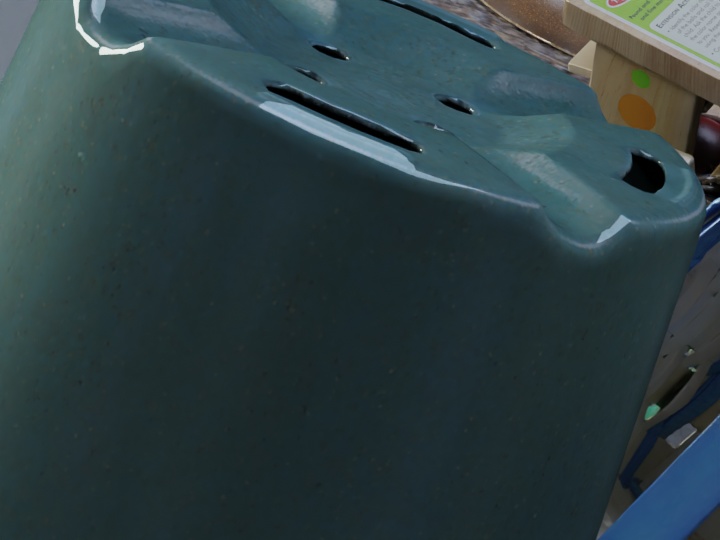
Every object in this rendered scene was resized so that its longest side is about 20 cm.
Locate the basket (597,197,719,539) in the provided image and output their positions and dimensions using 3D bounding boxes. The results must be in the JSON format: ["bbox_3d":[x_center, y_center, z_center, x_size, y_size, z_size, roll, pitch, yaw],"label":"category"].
[{"bbox_3d":[0.123,0.052,0.822,0.139,0.176,0.200,46,8,11],"label":"basket"}]

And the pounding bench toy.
[{"bbox_3d":[0.140,-0.042,1.195,0.124,0.156,0.200,29,50,21],"label":"pounding bench toy"}]

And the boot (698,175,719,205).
[{"bbox_3d":[0.189,-0.016,1.047,0.174,0.069,0.200,6,17,-24],"label":"boot"}]

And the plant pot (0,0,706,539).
[{"bbox_3d":[-0.027,0.042,0.629,0.200,0.196,0.200,21,17,-7],"label":"plant pot"}]

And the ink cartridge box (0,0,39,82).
[{"bbox_3d":[-0.145,-0.063,0.840,0.128,0.126,0.200,8,-1,-41],"label":"ink cartridge box"}]

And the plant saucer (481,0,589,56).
[{"bbox_3d":[0.163,-0.152,1.723,0.200,0.032,0.200,21,17,-7],"label":"plant saucer"}]

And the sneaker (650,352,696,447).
[{"bbox_3d":[0.130,0.052,1.032,0.200,0.076,0.105,22,1,-8],"label":"sneaker"}]
